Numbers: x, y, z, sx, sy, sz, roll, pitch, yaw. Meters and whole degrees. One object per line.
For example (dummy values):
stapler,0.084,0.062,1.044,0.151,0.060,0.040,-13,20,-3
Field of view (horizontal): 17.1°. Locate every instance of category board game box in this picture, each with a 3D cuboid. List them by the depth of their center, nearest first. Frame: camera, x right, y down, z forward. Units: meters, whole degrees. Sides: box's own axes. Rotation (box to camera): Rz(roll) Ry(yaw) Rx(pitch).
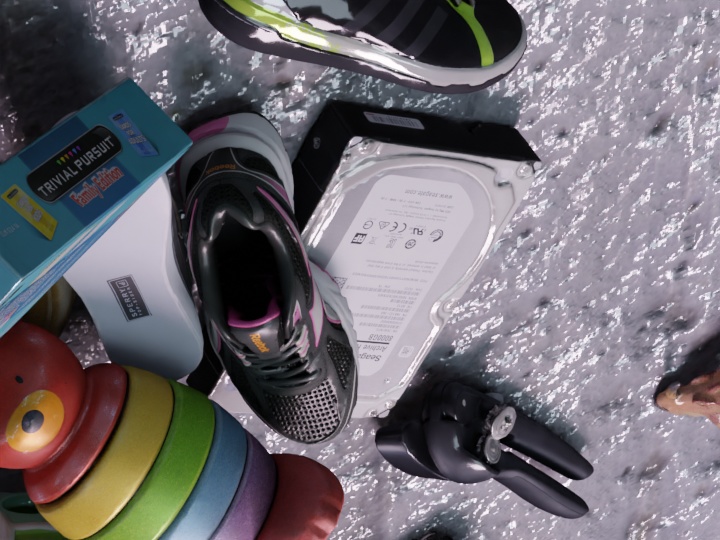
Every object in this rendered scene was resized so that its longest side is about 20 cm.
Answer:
board game box,-0.171,0.001,1.067,0.151,0.047,0.200,-43,-178,25

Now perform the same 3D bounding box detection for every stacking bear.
stacking bear,-0.128,0.098,1.245,0.200,0.114,0.121,35,96,-23

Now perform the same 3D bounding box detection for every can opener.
can opener,0.094,0.114,1.530,0.200,0.079,0.063,22,78,-49

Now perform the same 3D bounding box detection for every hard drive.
hard drive,0.000,0.000,1.353,0.140,0.038,0.200,6,127,-38

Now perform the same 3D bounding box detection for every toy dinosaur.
toy dinosaur,0.299,0.046,1.576,0.135,0.086,0.200,19,113,-37

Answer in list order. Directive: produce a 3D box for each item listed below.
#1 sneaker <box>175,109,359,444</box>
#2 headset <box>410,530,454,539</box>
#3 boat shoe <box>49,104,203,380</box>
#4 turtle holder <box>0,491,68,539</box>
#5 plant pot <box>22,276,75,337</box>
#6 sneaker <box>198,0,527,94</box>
sneaker,-0.055,0.021,1.259,0.080,0.086,0.200,-17,124,9
headset,0.039,0.234,1.576,0.123,0.094,0.200,-23,151,-14
boat shoe,-0.125,-0.020,1.231,0.069,0.057,0.200,-10,139,1
turtle holder,-0.175,0.200,1.326,0.141,0.186,0.132,-39,127,11
plant pot,-0.235,0.028,1.228,0.200,0.027,0.200,-19,138,-18
sneaker,0.013,-0.143,1.185,0.200,0.072,0.083,3,127,-37
